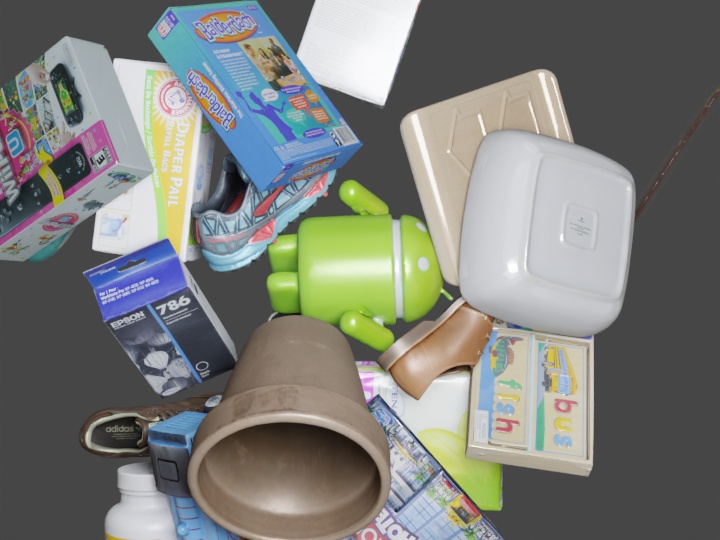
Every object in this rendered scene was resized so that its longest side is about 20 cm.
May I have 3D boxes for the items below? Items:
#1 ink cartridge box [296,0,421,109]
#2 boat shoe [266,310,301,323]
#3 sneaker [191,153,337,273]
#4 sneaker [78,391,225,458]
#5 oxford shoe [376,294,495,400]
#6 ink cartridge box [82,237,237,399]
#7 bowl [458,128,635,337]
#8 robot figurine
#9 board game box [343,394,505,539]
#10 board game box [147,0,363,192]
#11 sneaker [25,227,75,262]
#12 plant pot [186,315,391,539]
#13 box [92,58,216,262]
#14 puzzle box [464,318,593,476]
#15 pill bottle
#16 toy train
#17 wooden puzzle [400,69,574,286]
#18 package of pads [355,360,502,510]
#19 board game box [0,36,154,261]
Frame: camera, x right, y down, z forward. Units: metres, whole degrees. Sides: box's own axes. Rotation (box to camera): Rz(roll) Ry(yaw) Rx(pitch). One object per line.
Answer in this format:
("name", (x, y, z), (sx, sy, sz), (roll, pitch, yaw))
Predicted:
("ink cartridge box", (0.008, -0.289, 1.440), (0.107, 0.050, 0.203), (20, 93, 1))
("boat shoe", (-0.072, 0.141, 1.461), (0.073, 0.062, 0.204), (-2, 92, 3))
("sneaker", (-0.099, -0.093, 1.400), (0.201, 0.079, 0.096), (-50, 131, -25))
("sneaker", (-0.209, 0.178, 1.458), (0.197, 0.076, 0.072), (-8, 93, 2))
("oxford shoe", (0.112, 0.064, 1.401), (0.199, 0.071, 0.072), (-37, 80, -19))
("ink cartridge box", (-0.206, 0.055, 1.404), (0.098, 0.201, 0.040), (-22, 49, 3))
("bowl", (0.206, -0.042, 1.386), (0.197, 0.074, 0.203), (14, 78, -25))
("robot figurine", (0.000, 0.000, 1.423), (0.196, 0.116, 0.178), (-2, 62, 2))
("board game box", (0.013, 0.273, 1.396), (0.200, 0.062, 0.200), (-43, 94, 1))
("board game box", (-0.105, -0.183, 1.360), (0.045, 0.151, 0.201), (-42, 79, 33))
("sneaker", (-0.324, -0.100, 1.440), (0.071, 0.080, 0.202), (29, 94, -1))
("plant pot", (-0.067, 0.143, 1.321), (0.197, 0.176, 0.202), (0, 135, 0))
("box", (-0.214, -0.117, 1.422), (0.100, 0.112, 0.203), (7, 92, 2))
("puzzle box", (0.181, 0.116, 1.409), (0.131, 0.026, 0.202), (8, 51, -1))
("pill bottle", (-0.226, 0.315, 1.452), (0.102, 0.104, 0.204), (0, 93, 1))
("toy train", (-0.153, 0.236, 1.401), (0.086, 0.113, 0.203), (4, 107, 44))
("wooden puzzle", (0.143, -0.101, 1.425), (0.198, 0.046, 0.188), (-21, 98, -27))
("package of pads", (0.059, 0.176, 1.456), (0.197, 0.068, 0.157), (3, 93, -2))
("board game box", (-0.324, -0.120, 1.369), (0.199, 0.064, 0.149), (-31, 74, 26))
